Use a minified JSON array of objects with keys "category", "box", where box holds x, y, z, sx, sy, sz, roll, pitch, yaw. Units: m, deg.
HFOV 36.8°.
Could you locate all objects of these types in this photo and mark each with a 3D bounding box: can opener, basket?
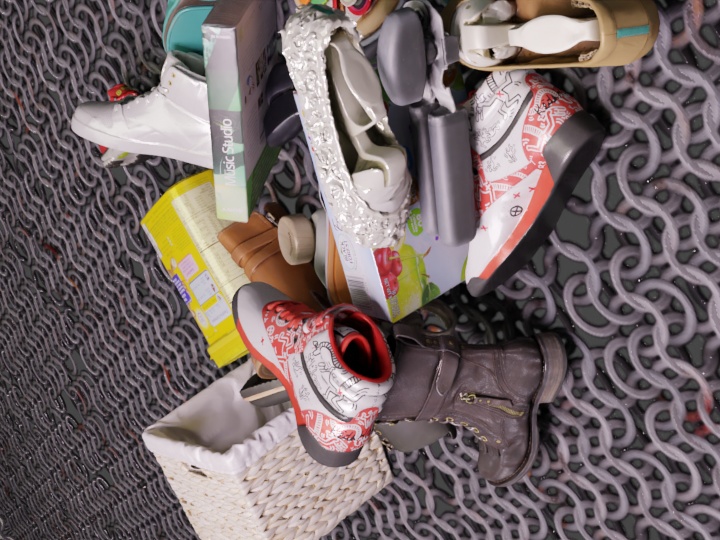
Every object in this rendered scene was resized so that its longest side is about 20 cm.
[{"category":"can opener","box":[-0.025,-0.183,0.982,0.200,0.063,0.079,-34,60,46]},{"category":"can opener","box":[0.050,-0.109,0.827,0.053,0.066,0.200,40,148,54]},{"category":"basket","box":[-0.104,0.211,1.238,0.198,0.200,0.161,1,117,51]}]

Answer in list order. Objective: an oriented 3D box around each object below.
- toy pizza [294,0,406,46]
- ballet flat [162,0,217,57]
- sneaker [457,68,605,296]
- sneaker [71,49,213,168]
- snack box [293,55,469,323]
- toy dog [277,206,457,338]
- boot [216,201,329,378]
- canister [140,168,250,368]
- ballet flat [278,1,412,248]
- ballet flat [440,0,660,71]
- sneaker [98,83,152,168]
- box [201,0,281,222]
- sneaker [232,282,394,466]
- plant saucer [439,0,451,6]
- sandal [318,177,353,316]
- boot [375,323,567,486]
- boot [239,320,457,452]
[{"category":"toy pizza","box":[-0.018,-0.280,0.875,0.200,0.032,0.201,18,112,53]},{"category":"ballet flat","box":[-0.157,-0.284,1.071,0.200,0.067,0.071,126,138,-60]},{"category":"sneaker","box":[0.112,-0.076,0.880,0.108,0.067,0.201,47,140,20]},{"category":"sneaker","box":[-0.209,-0.181,1.131,0.200,0.074,0.116,11,122,10]},{"category":"snack box","box":[0.037,-0.077,0.903,0.053,0.142,0.200,9,121,49]},{"category":"toy dog","box":[0.000,0.000,1.008,0.200,0.132,0.096,46,149,21]},{"category":"boot","box":[-0.085,0.011,1.073,0.155,0.200,0.077,46,130,7]},{"category":"canister","box":[-0.163,-0.003,1.257,0.200,0.086,0.149,60,145,2]},{"category":"ballet flat","box":[-0.002,-0.099,0.794,0.072,0.072,0.200,7,126,49]},{"category":"ballet flat","box":[0.112,-0.173,0.763,0.200,0.063,0.069,8,113,48]},{"category":"sneaker","box":[-0.268,-0.183,1.271,0.200,0.077,0.085,-23,86,52]},{"category":"box","box":[-0.110,-0.168,1.028,0.036,0.144,0.200,5,126,8]},{"category":"sneaker","box":[-0.038,0.054,0.906,0.201,0.067,0.108,58,136,36]},{"category":"plant saucer","box":[0.099,-0.261,0.796,0.200,0.027,0.200,31,137,35]},{"category":"sandal","box":[0.002,-0.062,0.950,0.059,0.079,0.207,83,-175,-75]},{"category":"boot","box":[0.078,0.120,0.963,0.069,0.174,0.200,-110,26,-48]},{"category":"boot","box":[-0.011,0.142,1.112,0.200,0.077,0.138,-18,106,19]}]
